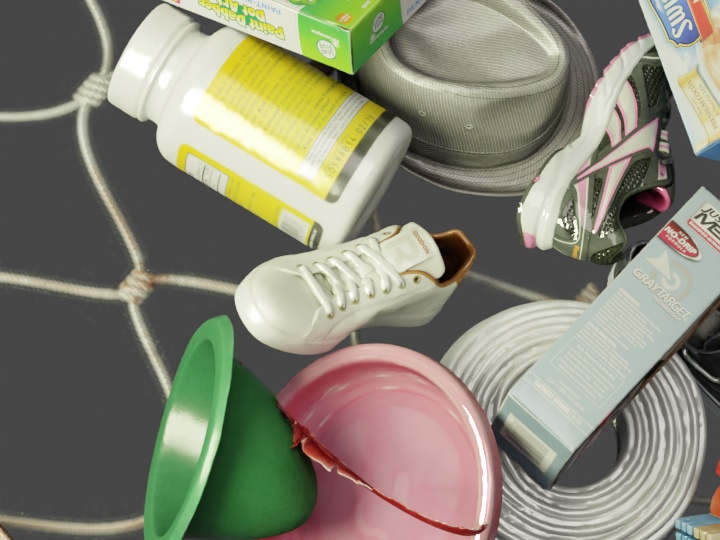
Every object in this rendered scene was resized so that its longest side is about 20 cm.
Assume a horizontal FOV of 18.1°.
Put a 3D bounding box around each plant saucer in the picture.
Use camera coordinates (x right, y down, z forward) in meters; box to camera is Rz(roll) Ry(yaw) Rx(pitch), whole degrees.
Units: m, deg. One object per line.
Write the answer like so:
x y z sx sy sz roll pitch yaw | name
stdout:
0.012 0.151 1.506 0.200 0.051 0.201 -7 77 32 | plant saucer

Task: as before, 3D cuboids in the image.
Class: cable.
0.140 0.114 1.561 0.200 0.069 0.200 35 72 6 | cable

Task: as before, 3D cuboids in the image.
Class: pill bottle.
-0.073 -0.103 1.591 0.200 0.111 0.111 31 72 5 | pill bottle

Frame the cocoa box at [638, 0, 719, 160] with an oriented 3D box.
0.290 -0.187 1.610 0.133 0.131 0.201 9 57 -47 | cocoa box

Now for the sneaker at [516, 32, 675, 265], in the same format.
0.192 -0.077 1.611 0.086 0.080 0.200 27 65 16 | sneaker

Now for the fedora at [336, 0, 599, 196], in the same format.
0.084 -0.151 1.631 0.199 0.090 0.177 22 72 2 | fedora

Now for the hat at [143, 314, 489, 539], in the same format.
-0.037 0.139 1.497 0.175 0.166 0.200 16 33 -15 | hat

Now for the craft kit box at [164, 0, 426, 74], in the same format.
-0.034 -0.240 1.610 0.197 0.049 0.200 22 49 26 | craft kit box

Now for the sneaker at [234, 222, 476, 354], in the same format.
0.000 0.000 1.526 0.200 0.085 0.073 -12 63 -49 | sneaker

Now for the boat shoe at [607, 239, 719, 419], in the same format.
0.261 0.052 1.594 0.200 0.068 0.072 44 73 9 | boat shoe

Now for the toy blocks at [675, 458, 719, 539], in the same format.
0.276 0.189 1.517 0.136 0.100 0.201 -6 98 -17 | toy blocks

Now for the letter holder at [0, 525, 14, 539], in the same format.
-0.288 0.259 1.460 0.200 0.101 0.142 -41 82 -16 | letter holder

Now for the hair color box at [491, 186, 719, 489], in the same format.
0.176 0.046 1.500 0.061 0.099 0.200 42 72 9 | hair color box
